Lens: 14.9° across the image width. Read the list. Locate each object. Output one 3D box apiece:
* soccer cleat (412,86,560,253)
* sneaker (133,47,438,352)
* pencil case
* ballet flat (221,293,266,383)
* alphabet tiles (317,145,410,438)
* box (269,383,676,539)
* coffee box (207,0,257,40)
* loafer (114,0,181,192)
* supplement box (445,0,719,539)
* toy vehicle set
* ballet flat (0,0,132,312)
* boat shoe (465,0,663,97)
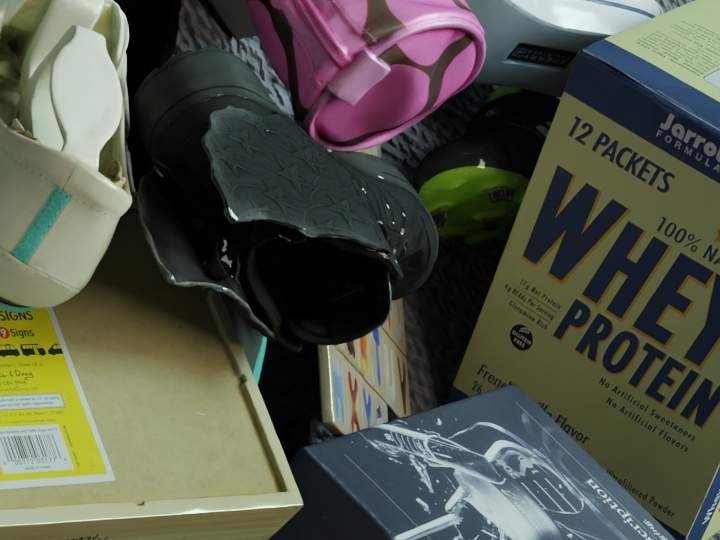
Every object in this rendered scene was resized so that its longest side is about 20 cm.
[{"bbox_3d":[0.070,-0.053,1.303,0.200,0.067,0.082,8,64,-66],"label":"soccer cleat"},{"bbox_3d":[-0.018,-0.007,0.937,0.200,0.060,0.104,37,18,-51],"label":"sneaker"},{"bbox_3d":[-0.030,-0.145,1.024,0.201,0.090,0.094,61,7,11],"label":"pencil case"},{"bbox_3d":[-0.059,0.004,1.036,0.068,0.068,0.200,41,21,-10],"label":"ballet flat"},{"bbox_3d":[0.000,0.000,1.138,0.200,0.008,0.168,52,33,-73],"label":"alphabet tiles"},{"bbox_3d":[0.062,0.158,1.072,0.200,0.104,0.182,44,25,18],"label":"box"},{"bbox_3d":[0.026,-0.175,1.119,0.080,0.199,0.113,53,38,-43],"label":"coffee box"},{"bbox_3d":[-0.089,-0.087,1.029,0.072,0.063,0.201,39,48,-49],"label":"loafer"},{"bbox_3d":[0.169,-0.008,1.269,0.199,0.134,0.201,-26,141,-53],"label":"supplement box"},{"bbox_3d":[-0.120,0.032,0.871,0.199,0.027,0.125,1,57,-42],"label":"toy vehicle set"},{"bbox_3d":[-0.100,-0.060,0.902,0.070,0.069,0.200,59,10,-31],"label":"ballet flat"},{"bbox_3d":[0.061,-0.140,1.275,0.201,0.075,0.086,8,53,-34],"label":"boat shoe"}]
